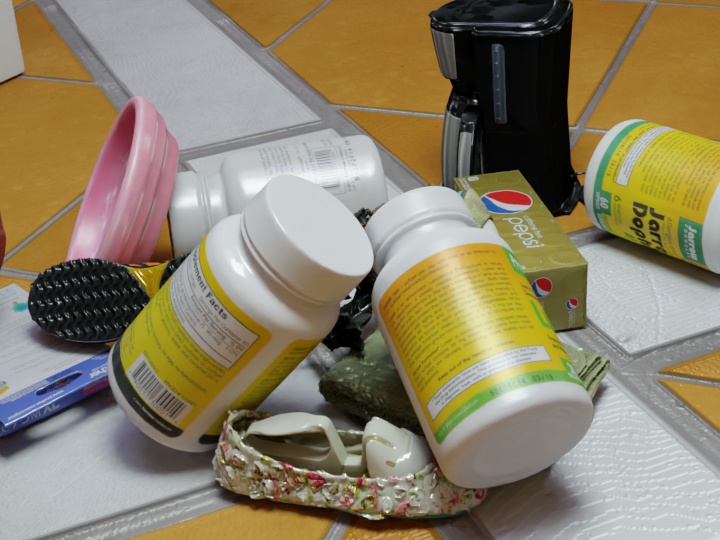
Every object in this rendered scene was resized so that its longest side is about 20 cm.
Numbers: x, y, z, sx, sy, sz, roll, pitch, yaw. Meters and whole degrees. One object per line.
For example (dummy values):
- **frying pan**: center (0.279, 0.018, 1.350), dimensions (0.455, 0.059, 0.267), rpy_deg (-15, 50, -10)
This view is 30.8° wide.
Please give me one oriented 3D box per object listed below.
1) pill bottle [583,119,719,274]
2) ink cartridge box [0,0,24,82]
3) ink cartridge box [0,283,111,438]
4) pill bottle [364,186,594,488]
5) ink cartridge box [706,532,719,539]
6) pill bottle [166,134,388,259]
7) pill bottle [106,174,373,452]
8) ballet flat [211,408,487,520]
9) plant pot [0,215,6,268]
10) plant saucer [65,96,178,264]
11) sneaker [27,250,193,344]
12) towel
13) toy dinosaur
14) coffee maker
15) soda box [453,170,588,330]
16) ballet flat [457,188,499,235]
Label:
- **pill bottle**: center (0.312, -0.061, 1.184), dimensions (0.113, 0.113, 0.200), rpy_deg (-27, 37, -35)
- **ink cartridge box**: center (-0.575, -0.318, 1.717), dimensions (0.200, 0.146, 0.147), rpy_deg (13, 33, 29)
- **ink cartridge box**: center (-0.288, 0.077, 1.080), dimensions (0.119, 0.042, 0.200), rpy_deg (-26, 33, -34)
- **pill bottle**: center (0.073, 0.041, 0.919), dimensions (0.111, 0.111, 0.200), rpy_deg (-13, 55, -16)
- **ink cartridge box**: center (0.225, 0.237, 0.686), dimensions (0.146, 0.083, 0.200), rpy_deg (-19, 32, -26)
- **pill bottle**: center (-0.080, -0.058, 1.223), dimensions (0.199, 0.115, 0.114), rpy_deg (-9, 29, -9)
- **pill bottle**: center (-0.087, 0.032, 0.954), dimensions (0.114, 0.200, 0.114), rpy_deg (33, 29, -21)
- **ballet flat**: center (-0.011, 0.133, 0.921), dimensions (0.199, 0.064, 0.076), rpy_deg (2, 31, 10)
- **plant pot**: center (-0.405, -0.034, 1.092), dimensions (0.201, 0.201, 0.195), rpy_deg (-27, 25, -36)
- **plant saucer**: center (-0.214, -0.055, 1.178), dimensions (0.051, 0.201, 0.201), rpy_deg (19, 22, -21)
- **sneaker**: center (-0.170, 0.025, 1.082), dimensions (0.199, 0.070, 0.090), rpy_deg (-8, -12, 9)
- **towel**: center (0.081, 0.087, 1.023), dimensions (0.200, 0.037, 0.148), rpy_deg (15, 34, 29)
- **toy dinosaur**: center (0.000, 0.000, 1.081), dimensions (0.102, 0.200, 0.136), rpy_deg (38, 47, 12)
- **coffee maker**: center (0.167, -0.168, 1.302), dimensions (0.191, 0.200, 0.135), rpy_deg (-5, 30, -2)
- **soda box**: center (0.141, -0.020, 1.180), dimensions (0.068, 0.064, 0.200), rpy_deg (-8, 30, -8)
- **ballet flat**: center (0.087, 0.002, 1.071), dimensions (0.070, 0.071, 0.200), rpy_deg (6, 35, 17)
